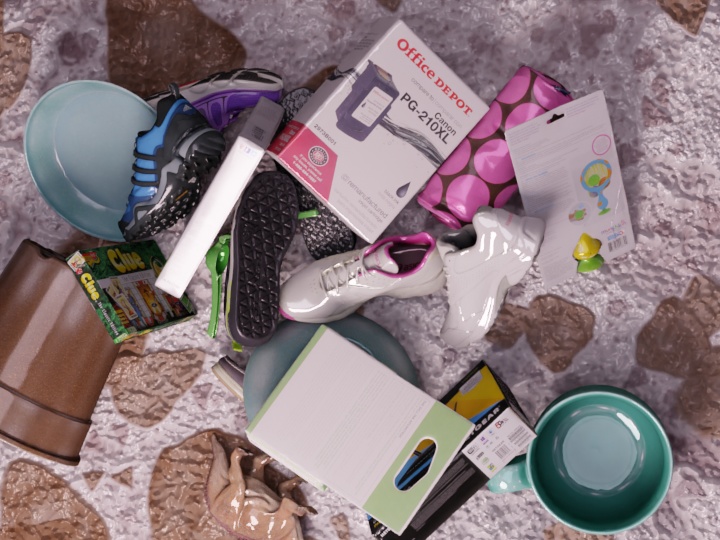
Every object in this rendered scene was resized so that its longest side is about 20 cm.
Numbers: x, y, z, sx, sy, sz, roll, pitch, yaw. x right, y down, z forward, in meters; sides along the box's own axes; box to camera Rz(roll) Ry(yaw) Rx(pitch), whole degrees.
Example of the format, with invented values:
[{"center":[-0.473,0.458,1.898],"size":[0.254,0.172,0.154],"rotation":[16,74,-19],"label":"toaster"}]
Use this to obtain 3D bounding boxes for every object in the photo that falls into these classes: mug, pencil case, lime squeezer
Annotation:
[{"center":[0.242,0.194,1.561],"size":[0.184,0.114,0.153],"rotation":[21,94,9],"label":"mug"},{"center":[0.155,-0.126,1.587],"size":[0.094,0.091,0.200],"rotation":[40,98,1],"label":"pencil case"},{"center":[-0.135,-0.017,1.645],"size":[0.200,0.038,0.071],"rotation":[-48,66,18],"label":"lime squeezer"}]

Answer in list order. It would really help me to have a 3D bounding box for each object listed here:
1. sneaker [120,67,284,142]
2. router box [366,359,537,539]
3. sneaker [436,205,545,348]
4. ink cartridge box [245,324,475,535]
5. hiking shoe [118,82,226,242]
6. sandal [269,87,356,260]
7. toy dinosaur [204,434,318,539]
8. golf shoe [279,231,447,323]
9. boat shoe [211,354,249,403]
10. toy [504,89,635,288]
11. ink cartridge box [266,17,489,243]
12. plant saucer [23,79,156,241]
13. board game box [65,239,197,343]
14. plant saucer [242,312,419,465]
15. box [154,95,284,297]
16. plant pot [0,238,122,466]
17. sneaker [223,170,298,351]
[{"center":[-0.175,-0.177,1.653],"size":[0.199,0.081,0.084],"rotation":[-15,104,18],"label":"sneaker"},{"center":[0.089,0.203,1.565],"size":[0.200,0.149,0.051],"rotation":[-44,105,6],"label":"router box"},{"center":[0.121,-0.001,1.565],"size":[0.099,0.078,0.201],"rotation":[28,129,-1],"label":"sneaker"},{"center":[0.000,0.169,1.518],"size":[0.199,0.048,0.146],"rotation":[33,73,14],"label":"ink cartridge box"},{"center":[-0.216,-0.111,1.584],"size":[0.087,0.074,0.200],"rotation":[56,131,16],"label":"hiking shoe"},{"center":[-0.055,-0.108,1.644],"size":[0.075,0.048,0.202],"rotation":[-10,102,7],"label":"sandal"},{"center":[-0.123,0.279,1.638],"size":[0.200,0.086,0.136],"rotation":[39,103,12],"label":"toy dinosaur"},{"center":[0.000,0.000,1.591],"size":[0.199,0.092,0.076],"rotation":[-17,69,-3],"label":"golf shoe"},{"center":[-0.076,0.151,1.635],"size":[0.199,0.072,0.065],"rotation":[35,87,6],"label":"boat shoe"},{"center":[0.222,-0.090,1.558],"size":[0.115,0.047,0.201],"rotation":[-24,118,-8],"label":"toy"},{"center":[0.019,-0.155,1.575],"size":[0.145,0.084,0.200],"rotation":[42,88,-16],"label":"ink cartridge box"},{"center":[-0.285,-0.129,1.646],"size":[0.199,0.036,0.201],"rotation":[8,121,13],"label":"plant saucer"},{"center":[-0.247,0.020,1.591],"size":[0.023,0.200,0.105],"rotation":[-35,86,15],"label":"board game box"},{"center":[-0.029,0.129,1.593],"size":[0.199,0.039,0.202],"rotation":[3,66,-7],"label":"plant saucer"},{"center":[-0.152,-0.081,1.577],"size":[0.036,0.145,0.200],"rotation":[31,114,-7],"label":"box"},{"center":[-0.357,0.085,1.624],"size":[0.199,0.200,0.199],"rotation":[28,86,7],"label":"plant pot"},{"center":[-0.122,-0.012,1.596],"size":[0.071,0.083,0.201],"rotation":[13,86,-21],"label":"sneaker"}]
